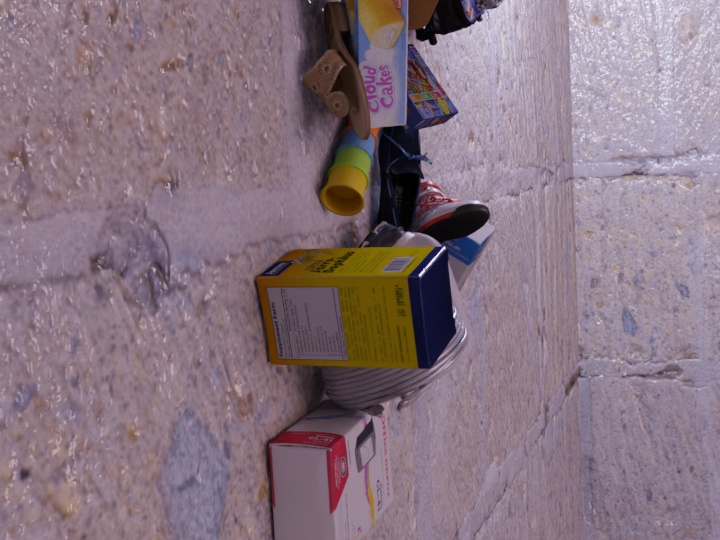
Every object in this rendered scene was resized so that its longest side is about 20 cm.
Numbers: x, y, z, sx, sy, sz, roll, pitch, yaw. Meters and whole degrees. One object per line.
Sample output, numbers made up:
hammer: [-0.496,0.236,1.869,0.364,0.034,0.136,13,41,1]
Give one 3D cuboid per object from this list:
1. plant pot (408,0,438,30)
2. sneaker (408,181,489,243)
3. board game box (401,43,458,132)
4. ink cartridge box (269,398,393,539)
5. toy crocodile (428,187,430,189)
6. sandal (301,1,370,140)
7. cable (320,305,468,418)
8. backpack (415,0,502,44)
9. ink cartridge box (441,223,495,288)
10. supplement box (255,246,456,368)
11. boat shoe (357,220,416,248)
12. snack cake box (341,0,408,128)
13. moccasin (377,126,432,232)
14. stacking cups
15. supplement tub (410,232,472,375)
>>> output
plant pot: [0.056,-0.448,1.399,0.187,0.186,0.201,-58,157,-55]
sneaker: [0.118,-0.096,1.522,0.067,0.201,0.108,18,61,-29]
board game box: [0.074,-0.280,1.509,0.136,0.034,0.200,57,23,2]
ink cartridge box: [-0.032,0.252,1.230,0.200,0.085,0.148,-25,112,-66]
toy crocodile: [0.135,-0.063,1.726,0.068,0.062,0.200,54,-7,45]
sandal: [-0.042,-0.250,1.264,0.078,0.069,0.212,107,-26,-60]
cable: [0.039,0.104,1.279,0.200,0.200,0.069,-36,105,-32]
backpack: [0.157,-0.497,1.665,0.191,0.153,0.201,-65,145,-67]
ink cartridge box: [0.136,0.009,1.635,0.200,0.067,0.116,-62,170,24]
supplement box: [-0.003,0.040,1.149,0.110,0.199,0.109,-43,129,-62]
boat shoe: [0.000,0.000,1.351,0.200,0.060,0.074,-46,158,-34]
snack cake box: [0.017,-0.299,1.298,0.115,0.067,0.201,-115,-160,-58]
moccasin: [0.071,-0.143,1.499,0.068,0.080,0.201,171,-80,-66]
stacking cups: [-0.005,-0.167,1.355,0.061,0.060,0.201,66,29,-46]
supplement tub: [0.085,0.053,1.483,0.200,0.131,0.132,67,30,-45]
